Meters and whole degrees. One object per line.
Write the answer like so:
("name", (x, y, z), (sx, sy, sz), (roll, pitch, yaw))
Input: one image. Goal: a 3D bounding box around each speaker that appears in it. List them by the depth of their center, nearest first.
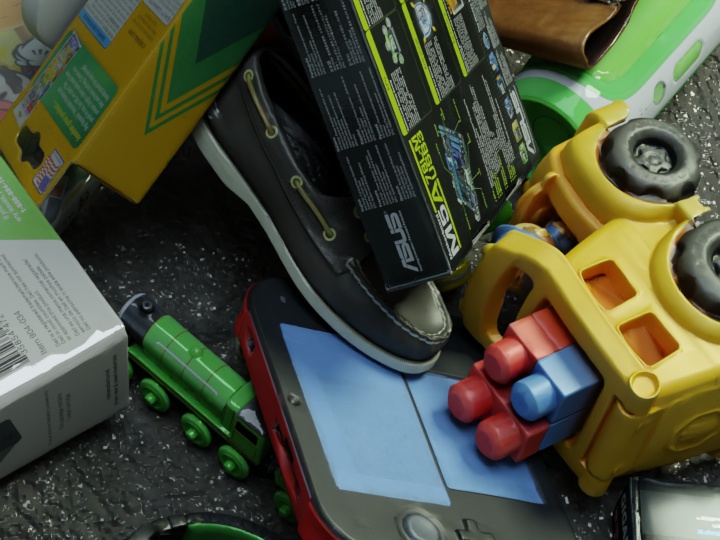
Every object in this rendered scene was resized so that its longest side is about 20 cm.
("speaker", (0.168, -0.137, 1.346), (0.088, 0.089, 0.200), (34, 55, 14))

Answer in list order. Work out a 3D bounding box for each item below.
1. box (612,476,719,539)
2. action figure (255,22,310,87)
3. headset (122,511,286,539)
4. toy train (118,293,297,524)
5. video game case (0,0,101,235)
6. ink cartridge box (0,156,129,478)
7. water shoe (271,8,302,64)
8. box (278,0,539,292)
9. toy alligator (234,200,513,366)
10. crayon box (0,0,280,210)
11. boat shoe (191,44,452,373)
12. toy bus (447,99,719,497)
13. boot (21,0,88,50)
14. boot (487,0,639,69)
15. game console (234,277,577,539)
("box", (0.239, 0.201, 1.137), (0.198, 0.046, 0.160), (8, 53, -7))
("action figure", (-0.021, -0.117, 1.281), (0.198, 0.105, 0.195), (12, 73, -17))
("headset", (-0.097, 0.181, 1.048), (0.199, 0.094, 0.124), (-15, 57, -35))
("toy train", (-0.066, 0.082, 1.151), (0.200, 0.057, 0.042), (39, 56, 15))
("video game case", (-0.234, -0.113, 1.279), (0.199, 0.023, 0.182), (28, 54, 9))
("ink cartridge box", (-0.243, 0.048, 1.110), (0.199, 0.084, 0.146), (-29, 64, -22))
("water shoe", (-0.025, -0.200, 1.219), (0.071, 0.079, 0.201), (-10, 60, -15))
("box", (0.028, -0.116, 1.147), (0.047, 0.201, 0.193), (-13, 17, 27))
("toy alligator", (0.000, 0.000, 1.234), (0.199, 0.060, 0.054), (-28, 20, -22))
("crayon box", (-0.122, -0.125, 1.188), (0.051, 0.201, 0.126), (33, 7, -31))
("boat shoe", (-0.015, -0.034, 1.158), (0.202, 0.061, 0.072), (50, 36, 6))
("toy bus", (0.124, 0.025, 1.182), (0.191, 0.136, 0.201), (-19, 60, -26))
("boot", (-0.157, -0.192, 1.310), (0.095, 0.074, 0.199), (36, 31, 26))
("boot", (0.097, -0.212, 1.340), (0.199, 0.069, 0.189), (8, 47, 32))
("game console", (0.027, 0.088, 1.133), (0.175, 0.031, 0.201), (9, 40, -29))
